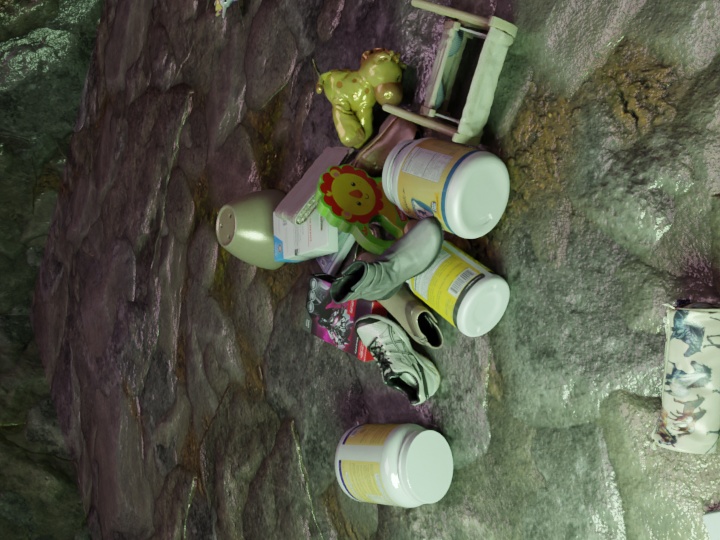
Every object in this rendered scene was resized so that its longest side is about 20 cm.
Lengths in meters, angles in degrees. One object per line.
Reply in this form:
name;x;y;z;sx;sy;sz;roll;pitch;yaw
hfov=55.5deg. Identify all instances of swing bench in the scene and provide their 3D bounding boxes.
swing bench;0.167;-0.342;1.195;0.199;0.128;0.203;33;113;39

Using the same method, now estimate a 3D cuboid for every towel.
towel;-0.093;-0.179;1.431;0.201;0.034;0.132;-51;27;-9

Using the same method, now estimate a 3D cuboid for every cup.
cup;-0.272;-0.106;1.695;0.198;0.141;0.205;-2;87;49

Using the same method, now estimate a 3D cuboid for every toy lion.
toy lion;0.011;-0.117;1.312;0.069;0.188;0.203;-56;49;52

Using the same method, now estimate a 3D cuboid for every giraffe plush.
giraffe plush;0.018;-0.361;1.353;0.160;0.202;0.174;-22;27;20

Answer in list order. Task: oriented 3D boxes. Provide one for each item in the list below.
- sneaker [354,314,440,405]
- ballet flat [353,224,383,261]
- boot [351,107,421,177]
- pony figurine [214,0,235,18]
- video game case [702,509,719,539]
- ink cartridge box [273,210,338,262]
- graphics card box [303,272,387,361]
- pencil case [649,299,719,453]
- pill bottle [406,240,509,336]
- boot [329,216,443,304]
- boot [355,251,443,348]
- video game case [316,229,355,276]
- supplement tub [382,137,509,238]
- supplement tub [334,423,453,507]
sneaker;0.060;0.164;1.273;0.199;0.087;0.076;40;127;10
ballet flat;0.000;0.000;1.438;0.067;0.046;0.204;36;116;46
boot;0.046;-0.223;1.375;0.201;0.073;0.076;-51;63;29
pony figurine;-0.340;-0.798;1.815;0.198;0.165;0.196;-29;74;28
video game case;0.533;0.363;0.808;0.199;0.023;0.186;-35;63;43
ink cartridge box;-0.109;-0.090;1.498;0.198;0.067;0.119;-12;78;49
graphics card box;-0.034;0.092;1.409;0.198;0.050;0.128;23;111;43
pencil case;0.430;0.142;0.894;0.088;0.077;0.205;7;95;24
pill bottle;0.155;0.017;1.202;0.200;0.113;0.116;40;118;43
boot;0.044;-0.010;1.140;0.201;0.130;0.070;-51;61;29
boot;0.079;0.057;1.258;0.070;0.200;0.146;-44;28;-4
video game case;-0.063;-0.121;1.526;0.183;0.023;0.202;57;129;35
supplement tub;0.145;-0.150;1.196;0.199;0.143;0.148;27;109;47
supplement tub;0.061;0.361;1.279;0.198;0.143;0.149;-14;78;48
